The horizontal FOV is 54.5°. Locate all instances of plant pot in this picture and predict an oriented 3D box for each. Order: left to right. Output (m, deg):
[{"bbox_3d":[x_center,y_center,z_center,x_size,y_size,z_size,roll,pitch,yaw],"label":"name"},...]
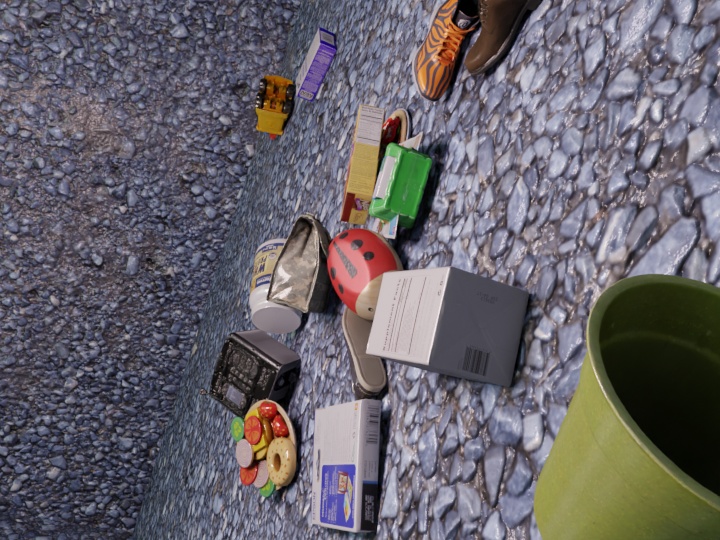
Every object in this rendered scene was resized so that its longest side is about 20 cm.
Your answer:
[{"bbox_3d":[0.218,0.142,0.507,0.202,0.196,0.192,-95,16,-46],"label":"plant pot"}]

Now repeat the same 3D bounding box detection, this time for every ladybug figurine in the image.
[{"bbox_3d":[0.000,0.000,1.237,0.136,0.071,0.201,-51,51,16],"label":"ladybug figurine"}]

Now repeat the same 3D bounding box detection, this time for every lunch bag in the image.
[{"bbox_3d":[-0.114,-0.016,1.517,0.164,0.116,0.204,29,-104,-81],"label":"lunch bag"}]

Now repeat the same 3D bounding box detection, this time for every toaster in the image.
[{"bbox_3d":[-0.259,0.253,1.670,0.198,0.118,0.183,28,105,25],"label":"toaster"}]

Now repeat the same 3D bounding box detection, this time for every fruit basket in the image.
[{"bbox_3d":[0.058,-0.152,1.268,0.200,0.092,0.188,-158,85,-74],"label":"fruit basket"}]

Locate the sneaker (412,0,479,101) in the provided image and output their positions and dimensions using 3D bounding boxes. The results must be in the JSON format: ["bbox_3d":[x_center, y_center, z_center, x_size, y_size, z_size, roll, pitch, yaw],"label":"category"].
[{"bbox_3d":[0.153,-0.403,1.225,0.112,0.076,0.204,163,122,-68],"label":"sneaker"}]

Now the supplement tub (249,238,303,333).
[{"bbox_3d":[-0.200,0.039,1.736,0.145,0.142,0.203,130,150,-47],"label":"supplement tub"}]

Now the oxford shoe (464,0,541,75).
[{"bbox_3d":[0.205,-0.392,1.069,0.073,0.083,0.201,-97,28,-44],"label":"oxford shoe"}]

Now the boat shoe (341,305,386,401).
[{"bbox_3d":[-0.003,0.142,1.231,0.202,0.072,0.063,-103,32,-45],"label":"boat shoe"}]

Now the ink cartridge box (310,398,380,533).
[{"bbox_3d":[-0.027,0.325,1.168,0.200,0.046,0.201,147,127,-63],"label":"ink cartridge box"}]

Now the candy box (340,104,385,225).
[{"bbox_3d":[0.003,-0.207,1.375,0.117,0.055,0.203,109,172,-65],"label":"candy box"}]

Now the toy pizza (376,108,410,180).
[{"bbox_3d":[0.047,-0.241,1.452,0.201,0.031,0.203,127,151,-45],"label":"toy pizza"}]

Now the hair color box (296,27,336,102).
[{"bbox_3d":[-0.144,-0.661,2.254,0.201,0.064,0.110,-56,27,37],"label":"hair color box"}]

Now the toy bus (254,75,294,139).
[{"bbox_3d":[-0.327,-0.604,2.640,0.193,0.133,0.203,107,170,-53],"label":"toy bus"}]

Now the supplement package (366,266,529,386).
[{"bbox_3d":[0.106,0.072,0.914,0.200,0.119,0.122,173,112,-69],"label":"supplement package"}]

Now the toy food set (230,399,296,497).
[{"bbox_3d":[-0.210,0.387,1.530,0.197,0.048,0.203,-37,62,36],"label":"toy food set"}]

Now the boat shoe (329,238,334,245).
[{"bbox_3d":[-0.019,-0.020,1.408,0.200,0.064,0.073,-126,55,-66],"label":"boat shoe"}]
